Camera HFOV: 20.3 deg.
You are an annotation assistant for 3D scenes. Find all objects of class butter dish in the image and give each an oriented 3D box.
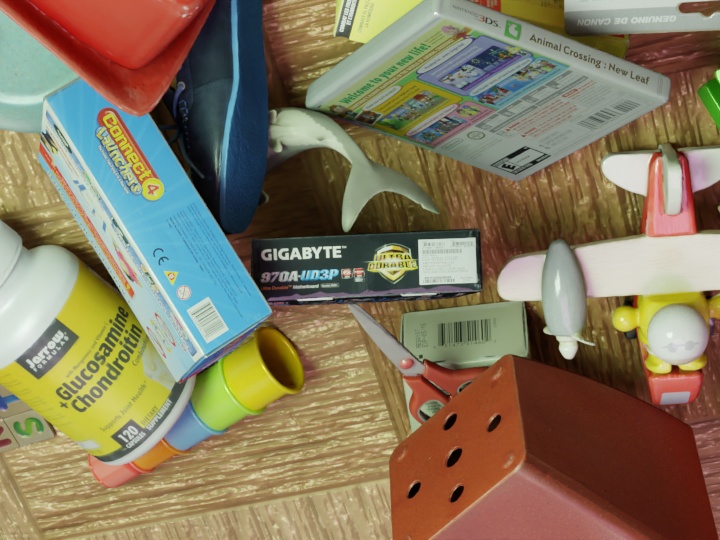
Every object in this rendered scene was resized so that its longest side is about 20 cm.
[{"bbox_3d":[-0.139,-0.237,1.257,0.199,0.201,0.147,40,144,-25],"label":"butter dish"}]

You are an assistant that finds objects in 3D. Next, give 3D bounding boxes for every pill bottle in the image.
[{"bbox_3d":[-0.230,0.052,1.545,0.112,0.112,0.200,-36,119,25],"label":"pill bottle"}]

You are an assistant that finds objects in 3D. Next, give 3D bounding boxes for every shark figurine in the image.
[{"bbox_3d":[-0.043,-0.085,1.450,0.214,0.129,0.089,-4,176,40],"label":"shark figurine"}]

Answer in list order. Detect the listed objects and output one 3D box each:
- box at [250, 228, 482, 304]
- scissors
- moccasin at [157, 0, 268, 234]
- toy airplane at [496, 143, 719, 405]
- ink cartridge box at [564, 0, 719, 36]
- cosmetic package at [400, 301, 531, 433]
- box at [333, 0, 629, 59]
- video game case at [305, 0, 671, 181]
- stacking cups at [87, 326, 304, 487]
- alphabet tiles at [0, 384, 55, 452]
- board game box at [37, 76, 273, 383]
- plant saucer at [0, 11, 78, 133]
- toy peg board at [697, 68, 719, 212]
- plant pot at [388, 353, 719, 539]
[{"bbox_3d":[0.000,0.000,1.449,0.158,0.200,0.046,-2,88,-2],"label":"box"},{"bbox_3d":[0.034,0.076,1.483,0.073,0.014,0.200,-40,140,23],"label":"scissors"},{"bbox_3d":[-0.104,-0.124,1.399,0.068,0.201,0.080,-2,171,19],"label":"moccasin"},{"bbox_3d":[0.231,0.006,1.478,0.199,0.142,0.200,35,120,-21],"label":"toy airplane"},{"bbox_3d":[0.226,-0.252,1.322,0.199,0.084,0.176,-2,128,3],"label":"ink cartridge box"},{"bbox_3d":[0.094,0.128,1.615,0.103,0.073,0.201,-5,127,5],"label":"cosmetic package"},{"bbox_3d":[0.083,-0.177,1.389,0.199,0.075,0.050,13,126,-7],"label":"box"},{"bbox_3d":[0.083,-0.122,1.382,0.181,0.022,0.200,17,160,-22],"label":"video game case"},{"bbox_3d":[-0.137,0.120,1.623,0.200,0.061,0.060,-34,119,24],"label":"stacking cups"},{"bbox_3d":[-0.345,0.093,1.645,0.199,0.006,0.167,-17,125,14],"label":"alphabet tiles"},{"bbox_3d":[-0.147,-0.027,1.390,0.056,0.196,0.201,-32,89,-13],"label":"board game box"},{"bbox_3d":[-0.243,-0.172,1.424,0.200,0.039,0.202,1,126,2],"label":"plant saucer"},{"bbox_3d":[0.331,-0.132,1.346,0.198,0.200,0.098,-29,85,-8],"label":"toy peg board"},{"bbox_3d":[0.129,0.183,1.494,0.176,0.200,0.200,38,115,-22],"label":"plant pot"}]
